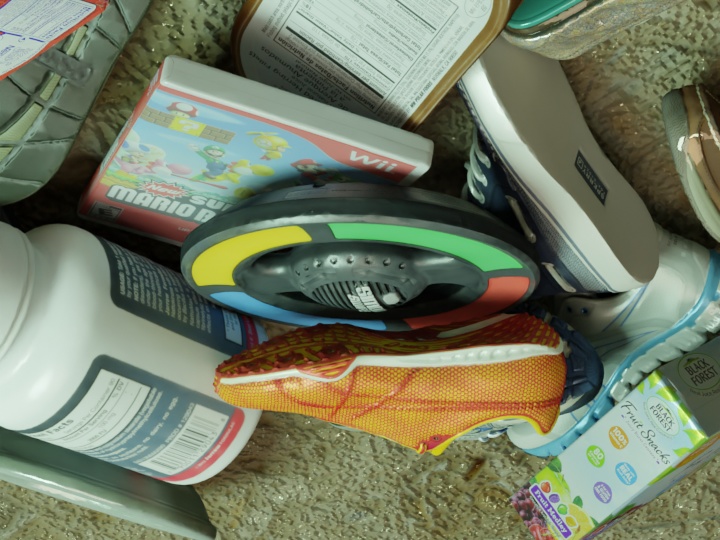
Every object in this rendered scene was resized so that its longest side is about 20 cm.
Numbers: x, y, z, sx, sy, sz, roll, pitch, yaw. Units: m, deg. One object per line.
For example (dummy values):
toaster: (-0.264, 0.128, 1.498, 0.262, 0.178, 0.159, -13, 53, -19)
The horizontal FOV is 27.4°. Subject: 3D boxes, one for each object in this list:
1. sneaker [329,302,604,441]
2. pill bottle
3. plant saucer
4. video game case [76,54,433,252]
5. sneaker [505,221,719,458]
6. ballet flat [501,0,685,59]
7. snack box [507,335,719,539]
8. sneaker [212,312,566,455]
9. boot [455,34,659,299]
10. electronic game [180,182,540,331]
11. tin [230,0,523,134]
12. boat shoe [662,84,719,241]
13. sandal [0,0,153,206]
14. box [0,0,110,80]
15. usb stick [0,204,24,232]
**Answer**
sneaker: (0.073, 0.069, 0.930, 0.199, 0.078, 0.085, -7, 157, 40)
pill bottle: (-0.159, 0.042, 0.847, 0.119, 0.120, 0.199, -33, 139, 28)
plant saucer: (-0.184, 0.127, 0.973, 0.198, 0.051, 0.200, 16, 167, 4)
video game case: (-0.064, -0.048, 0.798, 0.142, 0.018, 0.200, 16, 157, -17)
sneaker: (0.143, 0.038, 0.926, 0.086, 0.075, 0.200, 31, 125, -13)
ballet flat: (0.160, -0.161, 0.725, 0.199, 0.069, 0.067, -21, 153, 26)
snack box: (0.199, 0.093, 0.907, 0.199, 0.053, 0.142, -18, 155, -48)
sneaker: (0.016, 0.070, 0.822, 0.198, 0.073, 0.078, -1, 107, 6)
boot: (0.082, -0.057, 0.818, 0.090, 0.073, 0.200, -12, 126, 39)
electronic game: (0.000, 0.000, 0.814, 0.198, 0.042, 0.200, 2, 161, 1)
tin: (0.005, -0.128, 0.717, 0.112, 0.042, 0.200, 38, 143, -4)
boat shoe: (0.232, -0.047, 0.819, 0.071, 0.076, 0.200, -26, 141, 27)
sandal: (-0.167, -0.110, 0.766, 0.080, 0.057, 0.201, 34, 111, -25)
box: (-0.230, -0.125, 0.690, 0.199, 0.096, 0.099, -28, 165, 25)
usb stick: (-0.215, 0.012, 0.901, 0.055, 0.033, 0.201, -9, 135, 8)
